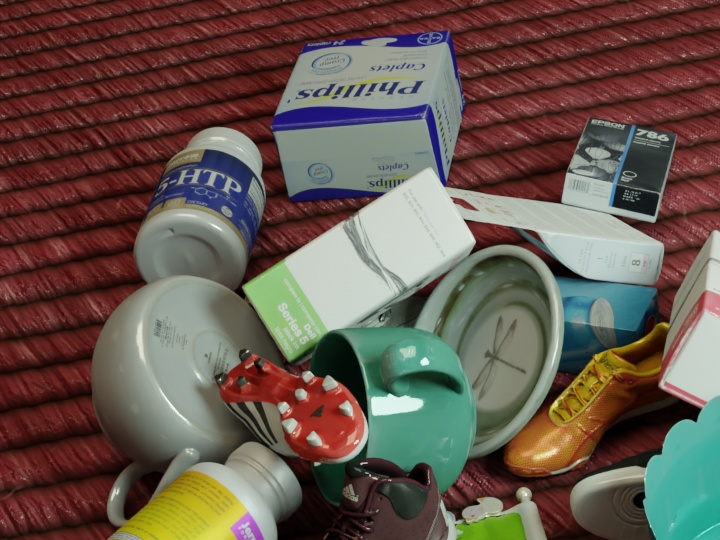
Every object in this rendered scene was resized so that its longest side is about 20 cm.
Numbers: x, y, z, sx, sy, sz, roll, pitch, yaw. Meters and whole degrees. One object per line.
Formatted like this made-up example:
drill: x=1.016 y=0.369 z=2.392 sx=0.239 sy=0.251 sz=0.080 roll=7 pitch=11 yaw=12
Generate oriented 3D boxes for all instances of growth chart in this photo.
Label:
growth chart: x=0.064 y=0.245 z=1.352 sx=0.199 sy=0.018 sz=0.145 roll=-16 pitch=34 yaw=-7

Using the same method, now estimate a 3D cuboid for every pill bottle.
pill bottle: x=-0.166 y=-0.065 z=1.779 sx=0.119 sy=0.120 sz=0.200 roll=-5 pitch=35 yaw=11
pill bottle: x=-0.139 y=0.229 z=1.361 sx=0.104 sy=0.105 sz=0.200 roll=19 pitch=46 yaw=37

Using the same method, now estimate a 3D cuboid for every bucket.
bucket: x=0.310 y=0.202 z=1.216 sx=0.206 sy=0.135 sz=0.208 roll=-7 pitch=41 yaw=6

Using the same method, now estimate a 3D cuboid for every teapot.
teapot: x=-0.174 y=0.113 z=1.507 sx=0.146 sy=0.198 sz=0.200 roll=-34 pitch=-8 yaw=37

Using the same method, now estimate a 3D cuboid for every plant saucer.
plant saucer: x=0.120 y=0.078 z=1.482 sx=0.200 sy=0.050 sz=0.201 roll=-30 pitch=48 yaw=41

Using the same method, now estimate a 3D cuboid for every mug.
mug: x=0.036 y=0.125 z=1.396 sx=0.114 sy=0.153 sz=0.185 roll=0 pitch=3 yaw=-23

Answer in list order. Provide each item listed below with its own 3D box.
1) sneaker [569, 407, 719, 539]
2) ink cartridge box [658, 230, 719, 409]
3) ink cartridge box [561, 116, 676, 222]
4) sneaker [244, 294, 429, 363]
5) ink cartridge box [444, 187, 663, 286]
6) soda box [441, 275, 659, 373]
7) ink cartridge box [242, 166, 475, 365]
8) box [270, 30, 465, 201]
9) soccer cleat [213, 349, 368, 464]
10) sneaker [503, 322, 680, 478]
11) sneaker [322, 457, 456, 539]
sneaker: x=0.265 y=0.162 z=1.366 sx=0.199 sy=0.073 sz=0.112 roll=-5 pitch=31 yaw=-3
ink cartridge box: x=0.338 y=0.059 z=1.384 sx=0.145 sy=0.085 sz=0.200 roll=26 pitch=23 yaw=4
ink cartridge box: x=0.275 y=-0.115 z=1.729 sx=0.099 sy=0.039 sz=0.200 roll=12 pitch=28 yaw=10
sneaker: x=-0.022 y=0.044 z=1.608 sx=0.199 sy=0.082 sz=0.078 roll=-2 pitch=35 yaw=13
ink cartridge box: x=0.169 y=-0.034 z=1.587 sx=0.199 sy=0.057 sz=0.163 roll=3 pitch=14 yaw=-15
soda box: x=0.178 y=0.049 z=1.554 sx=0.199 sy=0.064 sz=0.068 roll=7 pitch=39 yaw=27
ink cartridge box: x=0.000 y=0.000 z=1.509 sx=0.200 sy=0.084 sz=0.146 roll=-32 pitch=-4 yaw=-2
box: x=0.013 y=-0.179 z=1.896 sx=0.183 sy=0.105 sz=0.200 roll=-3 pitch=36 yaw=14
soccer cleat: x=-0.049 y=0.126 z=1.378 sx=0.069 sy=0.085 sz=0.200 roll=-45 pitch=34 yaw=-19
sneaker: x=0.203 y=0.110 z=1.445 sx=0.200 sy=0.077 sz=0.073 roll=-33 pitch=40 yaw=-17
sneaker: x=-0.020 y=0.209 z=1.309 sx=0.200 sy=0.116 sz=0.076 roll=-26 pitch=36 yaw=-22
